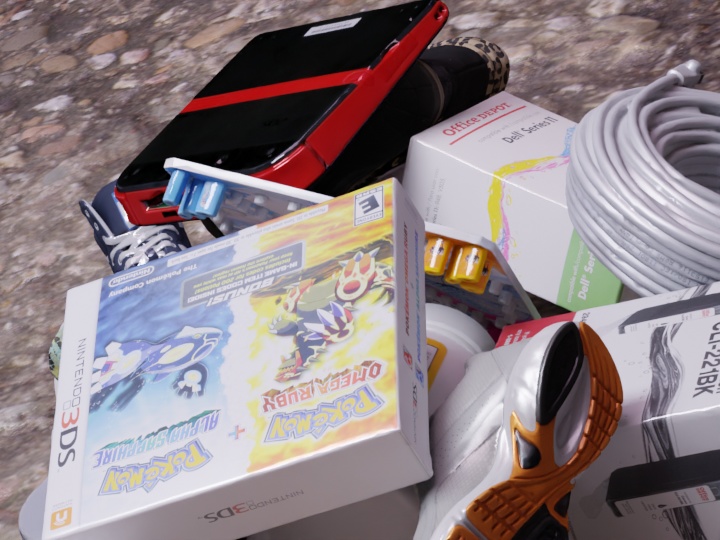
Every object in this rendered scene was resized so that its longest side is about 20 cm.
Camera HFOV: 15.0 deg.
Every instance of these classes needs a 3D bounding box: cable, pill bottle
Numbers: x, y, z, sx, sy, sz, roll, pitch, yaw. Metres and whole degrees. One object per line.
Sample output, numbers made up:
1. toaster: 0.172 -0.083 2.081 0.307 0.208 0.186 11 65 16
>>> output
1. cable: 0.210 -0.035 1.565 0.200 0.069 0.200 -16 45 -44
2. pill bottle: 0.017 0.100 1.489 0.112 0.113 0.200 -13 23 22

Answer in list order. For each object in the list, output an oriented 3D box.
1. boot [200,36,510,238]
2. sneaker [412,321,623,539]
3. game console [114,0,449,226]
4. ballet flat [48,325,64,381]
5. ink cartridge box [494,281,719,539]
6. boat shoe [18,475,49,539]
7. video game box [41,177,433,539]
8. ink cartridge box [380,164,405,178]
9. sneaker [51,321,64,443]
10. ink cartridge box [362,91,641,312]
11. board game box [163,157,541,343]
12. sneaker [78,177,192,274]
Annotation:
1. boot: -0.002 -0.088 1.785 0.200 0.073 0.150 -34 -3 30
2. sneaker: 0.056 0.117 1.341 0.092 0.076 0.200 -12 39 48
3. game console: -0.052 -0.097 1.698 0.200 0.031 0.177 -4 37 52
4. ballet flat: -0.090 0.053 1.692 0.199 0.075 0.074 -5 15 -23
5. ink cartridge box: 0.164 0.078 1.440 0.199 0.084 0.144 -12 24 22
6. boat shoe: -0.090 0.095 1.454 0.200 0.057 0.069 -36 40 -5
7. video game box: -0.063 0.055 1.397 0.199 0.047 0.183 -19 43 16
8. ink cartridge box: 0.011 -0.068 1.930 0.199 0.084 0.145 -18 22 7
9. sneaker: -0.149 0.089 1.750 0.088 0.075 0.200 -11 30 0
10. ink cartridge box: 0.102 -0.048 1.680 0.200 0.068 0.117 25 30 25
11. board game box: 0.000 0.000 1.598 0.199 0.200 0.026 14 76 18
12. sneaker: -0.139 -0.004 1.887 0.070 0.109 0.200 -25 22 -6
